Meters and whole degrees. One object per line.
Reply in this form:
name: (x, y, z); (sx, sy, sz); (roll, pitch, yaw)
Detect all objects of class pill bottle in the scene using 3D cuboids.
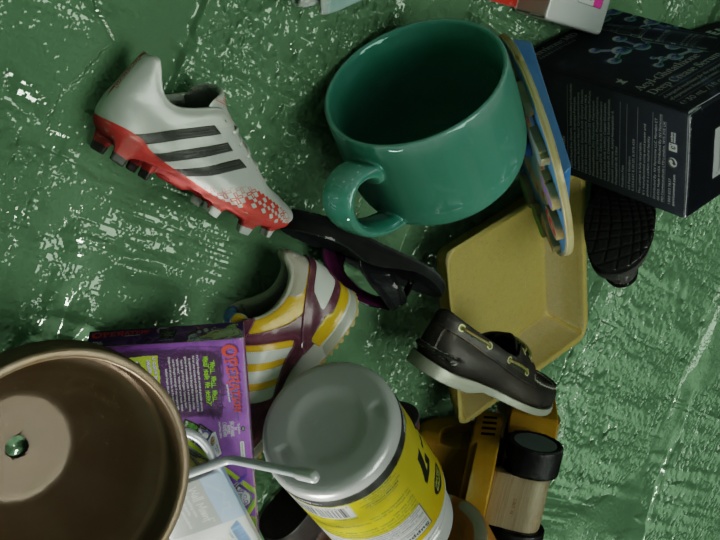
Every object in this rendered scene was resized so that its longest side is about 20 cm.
pill bottle: (0.005, 0.168, 1.096); (0.115, 0.114, 0.200); (-52, 146, -14)

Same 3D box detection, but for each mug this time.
mug: (0.045, -0.104, 1.085); (0.184, 0.153, 0.115); (-26, 134, -2)

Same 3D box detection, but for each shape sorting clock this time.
shape sorting clock: (0.147, -0.108, 1.169); (0.039, 0.201, 0.201); (-14, 127, 2)

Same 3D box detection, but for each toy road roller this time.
toy road roller: (0.124, 0.193, 1.353); (0.200, 0.144, 0.124); (-59, 161, -73)

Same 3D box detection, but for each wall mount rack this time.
wall mount rack: (-0.092, 0.207, 1.025); (0.172, 0.075, 0.201); (-20, 119, 7)

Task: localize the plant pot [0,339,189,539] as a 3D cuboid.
plant pot: (-0.227, 0.138, 0.937); (0.199, 0.092, 0.203); (-10, 109, -29)

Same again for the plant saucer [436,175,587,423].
plant saucer: (0.143, 0.019, 1.319); (0.199, 0.048, 0.202); (-31, 128, -33)

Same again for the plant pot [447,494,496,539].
plant pot: (0.071, 0.312, 1.229); (0.200, 0.199, 0.185); (-35, 127, -30)

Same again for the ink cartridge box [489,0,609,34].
ink cartridge box: (0.180, -0.325, 1.193); (0.173, 0.043, 0.202); (2, 108, -48)

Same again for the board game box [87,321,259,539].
board game box: (-0.142, 0.136, 1.041); (0.119, 0.032, 0.202); (-1, 118, 0)

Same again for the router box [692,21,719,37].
router box: (0.367, -0.179, 1.453); (0.199, 0.052, 0.159); (-22, 123, -39)

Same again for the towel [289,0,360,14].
towel: (0.016, -0.304, 1.026); (0.199, 0.048, 0.173); (-30, 129, -34)

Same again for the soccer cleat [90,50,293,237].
soccer cleat: (-0.110, -0.089, 0.986); (0.199, 0.068, 0.086); (29, 92, -45)

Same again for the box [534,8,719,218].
box: (0.266, -0.152, 1.247); (0.148, 0.199, 0.108); (-31, 129, -33)

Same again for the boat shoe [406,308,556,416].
boat shoe: (0.127, 0.086, 1.243); (0.200, 0.072, 0.061); (21, 98, -46)

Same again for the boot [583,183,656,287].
boot: (0.261, -0.030, 1.332); (0.201, 0.069, 0.133); (-74, 159, -46)

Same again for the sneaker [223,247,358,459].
sneaker: (-0.091, 0.076, 1.093); (0.090, 0.075, 0.201); (37, 85, -26)

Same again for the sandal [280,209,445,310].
sandal: (-0.001, 0.000, 1.131); (0.200, 0.075, 0.048); (25, 79, -49)

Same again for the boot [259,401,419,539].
boot: (0.011, 0.240, 1.274); (0.189, 0.068, 0.201); (-49, 138, -18)
